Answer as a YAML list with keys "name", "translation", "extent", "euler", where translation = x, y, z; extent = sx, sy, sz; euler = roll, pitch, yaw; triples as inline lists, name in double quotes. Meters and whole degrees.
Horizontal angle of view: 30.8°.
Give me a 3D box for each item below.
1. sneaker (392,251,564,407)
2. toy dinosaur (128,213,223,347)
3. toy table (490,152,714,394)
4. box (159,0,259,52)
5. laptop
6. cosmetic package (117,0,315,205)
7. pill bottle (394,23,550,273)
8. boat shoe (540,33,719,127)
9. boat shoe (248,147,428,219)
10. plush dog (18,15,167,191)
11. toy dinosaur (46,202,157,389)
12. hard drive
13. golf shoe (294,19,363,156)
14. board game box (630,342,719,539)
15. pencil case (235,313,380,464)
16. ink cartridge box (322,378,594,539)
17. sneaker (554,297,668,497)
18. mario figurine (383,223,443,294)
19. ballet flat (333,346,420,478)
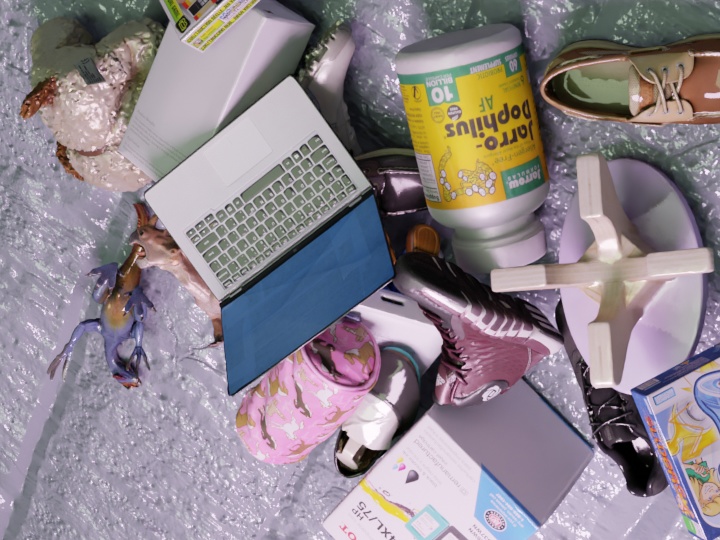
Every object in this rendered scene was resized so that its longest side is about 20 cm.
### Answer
- name: "sneaker"
  translation: [0.082, 0.066, 1.140]
  extent: [0.116, 0.199, 0.076]
  euler: [-52, 38, 17]
- name: "toy dinosaur"
  translation: [-0.124, 0.000, 1.304]
  extent: [0.085, 0.199, 0.137]
  euler: [-21, 78, 32]
- name: "toy table"
  translation: [0.214, 0.004, 1.086]
  extent: [0.183, 0.117, 0.202]
  euler: [-19, 81, 27]
- name: "box"
  translation: [-0.155, -0.310, 1.195]
  extent: [0.110, 0.035, 0.201]
  euler: [-39, 63, 18]
- name: "laptop"
  translation: [-0.086, -0.034, 1.145]
  extent: [0.187, 0.116, 0.201]
  euler: [-36, 91, 17]
- name: "cosmetic package"
  translation: [-0.139, -0.173, 1.247]
  extent: [0.113, 0.081, 0.201]
  euler: [39, 111, 29]
- name: "pill bottle"
  translation: [0.104, -0.105, 1.146]
  extent: [0.112, 0.113, 0.202]
  euler: [-3, 109, 33]
- name: "boat shoe"
  translation: [0.240, -0.148, 1.066]
  extent: [0.199, 0.074, 0.076]
  euler: [3, 113, 31]
- name: "boat shoe"
  translation: [-0.008, -0.069, 1.222]
  extent: [0.199, 0.066, 0.072]
  euler: [0, 130, 6]
- name: "plush dog"
  translation: [-0.265, -0.153, 1.349]
  extent: [0.199, 0.161, 0.172]
  euler: [5, 137, 30]
- name: "toy dinosaur"
  translation: [-0.261, 0.057, 1.486]
  extent: [0.104, 0.201, 0.182]
  euler: [28, 159, 3]
- name: "hard drive"
  translation: [-0.001, 0.078, 1.256]
  extent: [0.131, 0.027, 0.200]
  euler: [16, 146, -11]
- name: "golf shoe"
  translation: [-0.031, -0.143, 1.254]
  extent: [0.097, 0.079, 0.201]
  euler: [23, 126, -5]
- name: "board game box"
  translation: [0.335, 0.115, 1.068]
  extent: [0.136, 0.199, 0.034]
  euler: [65, 171, -9]
- name: "pencil case"
  translation: [-0.053, 0.114, 1.224]
  extent: [0.200, 0.082, 0.087]
  euler: [127, 140, -52]
- name: "ink cartridge box"
  translation: [0.093, 0.213, 1.272]
  extent: [0.147, 0.146, 0.200]
  euler: [44, 128, 7]
- name: "sneaker"
  translation: [0.233, 0.111, 1.176]
  extent: [0.076, 0.091, 0.201]
  euler: [-30, 92, 40]
- name: "mario figurine"
  translation: [0.000, 0.000, 1.263]
  extent: [0.123, 0.106, 0.200]
  euler: [34, 148, -5]
- name: "ballet flat"
  translation: [0.012, 0.150, 1.265]
  extent: [0.068, 0.069, 0.200]
  euler: [31, 148, 10]
